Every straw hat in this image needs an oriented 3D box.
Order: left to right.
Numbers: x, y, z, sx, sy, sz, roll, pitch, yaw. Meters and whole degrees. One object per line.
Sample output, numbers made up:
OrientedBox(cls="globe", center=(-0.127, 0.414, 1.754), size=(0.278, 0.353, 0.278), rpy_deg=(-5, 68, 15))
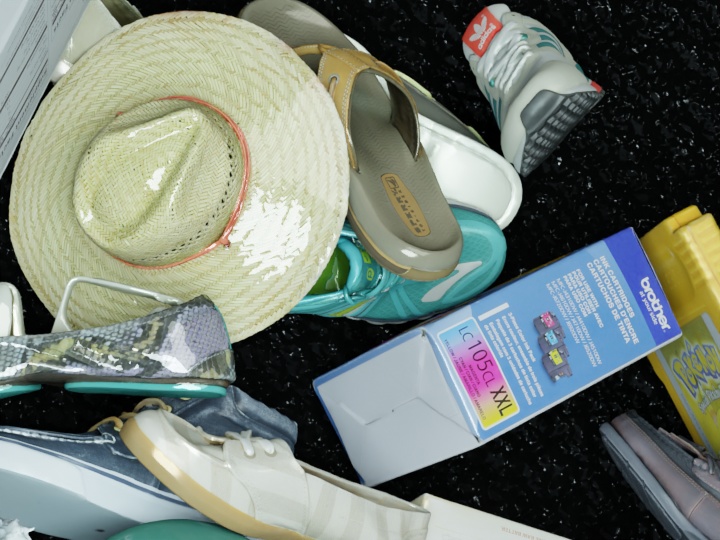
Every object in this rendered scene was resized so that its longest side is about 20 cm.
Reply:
OrientedBox(cls="straw hat", center=(-0.108, -0.047, 1.153), size=(0.199, 0.085, 0.203), rpy_deg=(-1, 86, 10))

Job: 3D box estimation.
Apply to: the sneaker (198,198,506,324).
OrientedBox(cls="sneaker", center=(0.000, 0.000, 1.253), size=(0.198, 0.080, 0.078), rpy_deg=(-5, 99, -24))

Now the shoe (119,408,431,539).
OrientedBox(cls="shoe", center=(-0.041, 0.113, 1.125), size=(0.199, 0.070, 0.054), rpy_deg=(32, 92, -34))

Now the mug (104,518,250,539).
OrientedBox(cls="mug", center=(-0.084, 0.215, 1.097), size=(0.152, 0.114, 0.185), rpy_deg=(-43, 122, -12))

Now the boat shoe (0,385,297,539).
OrientedBox(cls="boat shoe", center=(-0.124, 0.099, 1.164), size=(0.199, 0.071, 0.092), rpy_deg=(21, 60, -28))

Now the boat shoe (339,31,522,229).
OrientedBox(cls="boat shoe", center=(0.008, -0.090, 1.319), size=(0.201, 0.060, 0.072), rpy_deg=(33, 96, -9))

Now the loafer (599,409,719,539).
OrientedBox(cls="loafer", center=(0.220, 0.148, 1.283), size=(0.063, 0.072, 0.200), rpy_deg=(-37, 50, -3))

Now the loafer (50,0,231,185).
OrientedBox(cls="loafer", center=(-0.108, -0.108, 1.241), size=(0.199, 0.069, 0.076), rpy_deg=(30, 20, -13))

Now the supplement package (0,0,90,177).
OrientedBox(cls="supplement package", center=(-0.256, -0.160, 1.133), size=(0.198, 0.111, 0.157), rpy_deg=(19, 60, 4))

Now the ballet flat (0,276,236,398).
OrientedBox(cls="ballet flat", center=(-0.166, 0.039, 1.132), size=(0.198, 0.072, 0.073), rpy_deg=(-4, 69, -2))

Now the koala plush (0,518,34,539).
OrientedBox(cls="koala plush", center=(-0.253, 0.146, 0.988), size=(0.176, 0.200, 0.185), rpy_deg=(12, 64, -24))

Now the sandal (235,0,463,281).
OrientedBox(cls="sandal", center=(0.001, -0.085, 1.226), size=(0.080, 0.054, 0.201), rpy_deg=(-17, 64, -36))

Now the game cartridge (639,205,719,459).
OrientedBox(cls="game cartridge", center=(0.222, 0.066, 1.306), size=(0.032, 0.176, 0.201), rpy_deg=(-29, 84, -11))

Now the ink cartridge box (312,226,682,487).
OrientedBox(cls="ink cartridge box", center=(0.091, 0.046, 1.261), size=(0.199, 0.136, 0.077), rpy_deg=(-22, 87, -34))

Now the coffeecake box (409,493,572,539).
OrientedBox(cls="coffeecake box", center=(0.074, 0.247, 1.204), size=(0.152, 0.073, 0.202), rpy_deg=(19, 61, -21))

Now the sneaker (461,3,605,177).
OrientedBox(cls="sneaker", center=(0.096, -0.118, 1.328), size=(0.093, 0.070, 0.200), rpy_deg=(43, 12, 3))
